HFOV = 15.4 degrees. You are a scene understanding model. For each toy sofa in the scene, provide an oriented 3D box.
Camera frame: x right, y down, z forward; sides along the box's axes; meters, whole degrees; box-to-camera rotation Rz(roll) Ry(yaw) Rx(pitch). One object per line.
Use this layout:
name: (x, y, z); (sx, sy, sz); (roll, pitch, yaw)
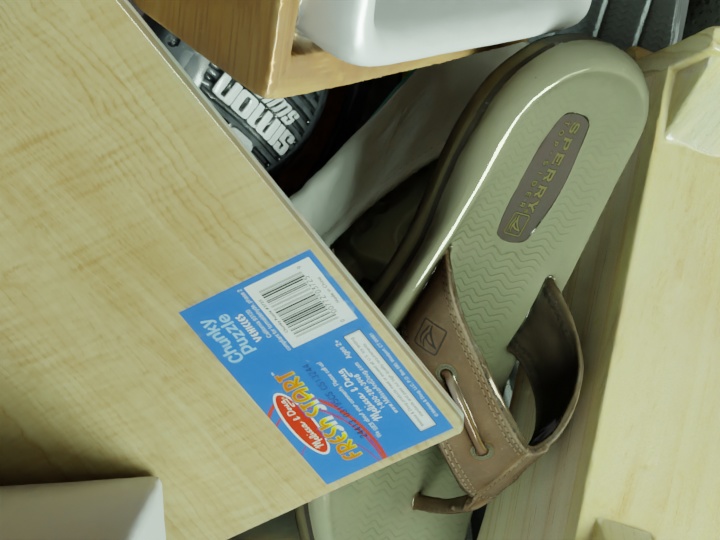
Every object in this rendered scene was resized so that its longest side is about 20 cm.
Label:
toy sofa: (0.106, 0.030, 0.862); (0.083, 0.098, 0.200); (18, 73, -20)

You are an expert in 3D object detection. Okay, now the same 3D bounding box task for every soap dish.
soap dish: (0.011, -0.138, 0.759); (0.200, 0.081, 0.158); (-21, 122, -65)

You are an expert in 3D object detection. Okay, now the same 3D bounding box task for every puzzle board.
puzzle board: (-0.084, 0.009, 0.770); (0.151, 0.017, 0.200); (-26, 125, 20)

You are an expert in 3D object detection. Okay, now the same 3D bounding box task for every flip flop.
flip flop: (0.042, 0.025, 0.822); (0.081, 0.058, 0.200); (9, 113, -47)

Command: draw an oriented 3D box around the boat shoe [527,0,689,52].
boat shoe: (0.087, -0.096, 0.947); (0.062, 0.072, 0.200); (-4, 118, -84)

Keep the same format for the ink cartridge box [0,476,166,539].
ink cartridge box: (-0.091, 0.168, 0.742); (0.084, 0.146, 0.200); (-5, 96, 1)

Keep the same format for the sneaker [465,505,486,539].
sneaker: (-0.013, 0.151, 0.971); (0.200, 0.074, 0.079); (-55, 133, -10)

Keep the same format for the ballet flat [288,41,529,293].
ballet flat: (0.000, 0.000, 0.860); (0.200, 0.069, 0.069); (-46, 136, -15)

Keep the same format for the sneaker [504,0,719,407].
sneaker: (0.086, -0.018, 0.988); (0.115, 0.075, 0.200); (8, 103, -43)

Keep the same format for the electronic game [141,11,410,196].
electronic game: (-0.041, -0.061, 0.857); (0.200, 0.042, 0.200); (-23, 125, -37)

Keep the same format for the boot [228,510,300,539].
boot: (-0.020, 0.116, 0.889); (0.075, 0.097, 0.200); (0, 86, -3)
